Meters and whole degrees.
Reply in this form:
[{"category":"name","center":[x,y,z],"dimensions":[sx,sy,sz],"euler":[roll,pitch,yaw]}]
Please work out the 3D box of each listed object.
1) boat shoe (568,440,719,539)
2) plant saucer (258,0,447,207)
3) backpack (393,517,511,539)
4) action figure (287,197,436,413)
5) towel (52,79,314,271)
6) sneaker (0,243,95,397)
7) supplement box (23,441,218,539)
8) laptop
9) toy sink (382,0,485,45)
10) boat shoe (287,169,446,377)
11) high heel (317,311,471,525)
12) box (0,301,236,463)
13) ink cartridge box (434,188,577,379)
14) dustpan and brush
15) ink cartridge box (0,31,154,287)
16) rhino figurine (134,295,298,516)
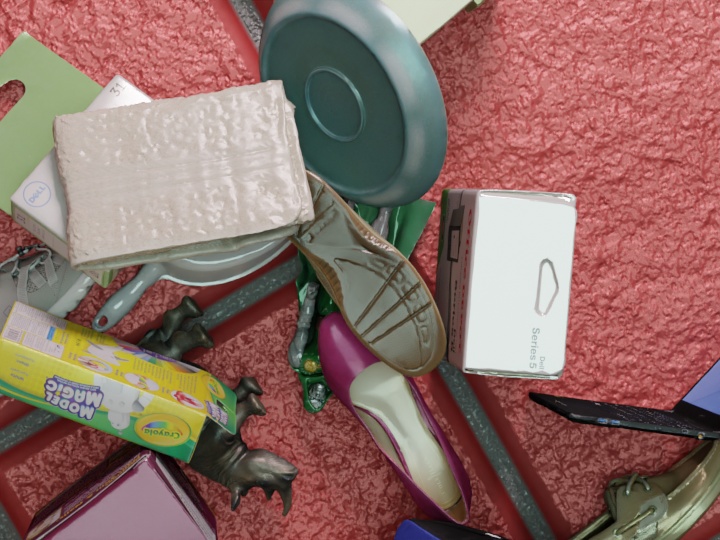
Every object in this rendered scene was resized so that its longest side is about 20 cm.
[{"category":"boat shoe","center":[0.238,0.209,1.775],"dimensions":[0.200,0.072,0.065],"euler":[-44,93,3]},{"category":"plant saucer","center":[-0.014,-0.137,1.661],"dimensions":[0.027,0.200,0.201],"euler":[-34,96,-38]},{"category":"backpack","center":[0.116,0.302,1.675],"dimensions":[0.199,0.162,0.169],"euler":[19,93,-14]},{"category":"action figure","center":[-0.015,0.025,1.758],"dimensions":[0.117,0.055,0.202],"euler":[14,93,-5]},{"category":"towel","center":[-0.141,-0.077,1.650],"dimensions":[0.198,0.035,0.133],"euler":[-9,70,-7]},{"category":"sneaker","center":[-0.269,0.007,1.720],"dimensions":[0.082,0.075,0.200],"euler":[37,89,-7]},{"category":"supplement box","center":[-0.192,0.213,1.673],"dimensions":[0.131,0.200,0.103],"euler":[-36,95,-2]},{"category":"laptop","center":[0.258,0.080,1.723],"dimensions":[0.198,0.177,0.104],"euler":[8,91,-6]},{"category":"toy sink","center":[0.059,-0.258,1.716],"dimensions":[0.200,0.130,0.112],"euler":[-41,95,-4]},{"category":"boat shoe","center":[0.000,0.000,1.697],"dimensions":[0.072,0.065,0.200],"euler":[-41,87,4]},{"category":"high heel","center":[0.030,0.125,1.716],"dimensions":[0.067,0.096,0.201],"euler":[-29,113,-8]},{"category":"box","center":[-0.194,0.091,1.648],"dimensions":[0.199,0.117,0.049],"euler":[19,102,-7]},{"category":"ink cartridge box","center":[0.114,0.007,1.694],"dimensions":[0.083,0.200,0.147],"euler":[4,91,-6]},{"category":"dustpan and brush","center":[-0.156,-0.023,1.748],"dimensions":[0.140,0.057,0.200],"euler":[44,81,3]},{"category":"ink cartridge box","center":[-0.241,-0.101,1.692],"dimensions":[0.199,0.048,0.146],"euler":[36,68,5]},{"category":"rhino figurine","center":[-0.121,0.127,1.746],"dimensions":[0.087,0.060,0.201],"euler":[-35,97,9]}]
